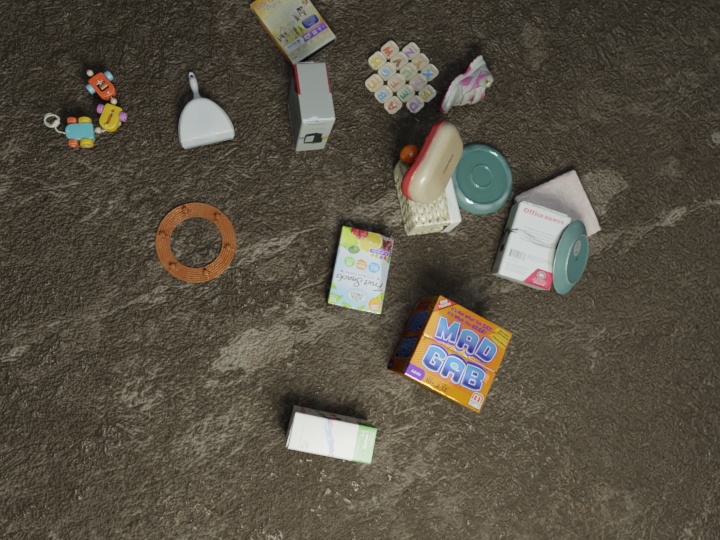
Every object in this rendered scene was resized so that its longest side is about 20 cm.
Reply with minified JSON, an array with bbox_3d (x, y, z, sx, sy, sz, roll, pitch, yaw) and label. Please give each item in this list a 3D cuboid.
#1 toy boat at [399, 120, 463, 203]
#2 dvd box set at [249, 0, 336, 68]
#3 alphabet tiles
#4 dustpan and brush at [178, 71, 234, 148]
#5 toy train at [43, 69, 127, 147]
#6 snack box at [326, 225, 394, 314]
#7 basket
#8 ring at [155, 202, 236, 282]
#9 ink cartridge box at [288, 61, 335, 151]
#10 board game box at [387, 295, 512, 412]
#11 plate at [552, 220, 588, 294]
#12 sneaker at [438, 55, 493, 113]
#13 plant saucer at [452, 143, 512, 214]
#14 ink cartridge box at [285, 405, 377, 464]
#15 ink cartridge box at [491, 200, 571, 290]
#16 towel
[{"bbox_3d":[0.151,-0.265,1.302,0.130,0.130,0.202,23,81,31],"label":"toy boat"},{"bbox_3d":[-0.181,-0.665,1.456,0.146,0.029,0.201,-37,91,-11],"label":"dvd box set"},{"bbox_3d":[0.116,-0.534,1.497,0.195,0.015,0.200,-42,91,-11],"label":"alphabet tiles"},{"bbox_3d":[-0.411,-0.417,1.387,0.138,0.057,0.203,-15,93,-12],"label":"dustpan and brush"},{"bbox_3d":[-0.665,-0.390,1.340,0.150,0.056,0.200,43,76,-1],"label":"toy train"},{"bbox_3d":[0.000,0.000,1.397,0.140,0.053,0.203,12,82,-6],"label":"snack box"},{"bbox_3d":[0.167,-0.197,1.405,0.122,0.136,0.203,-12,84,-8],"label":"basket"},{"bbox_3d":[-0.413,-0.072,1.358,0.197,0.019,0.204,1,83,-8],"label":"ring"},{"bbox_3d":[-0.126,-0.403,1.350,0.082,0.200,0.148,-8,85,-12],"label":"ink cartridge box"},{"bbox_3d":[0.211,0.201,1.331,0.198,0.200,0.202,27,80,-5],"label":"board game box"},{"bbox_3d":[0.568,-0.032,1.439,0.199,0.025,0.203,-18,116,-42],"label":"plate"},{"bbox_3d":[0.295,-0.496,1.486,0.088,0.081,0.200,44,80,0],"label":"sneaker"},{"bbox_3d":[0.331,-0.257,1.492,0.197,0.027,0.203,1,83,-9],"label":"plant saucer"},{"bbox_3d":[-0.073,0.389,1.293,0.197,0.145,0.085,13,81,-6],"label":"ink cartridge box"},{"bbox_3d":[0.452,-0.065,1.440,0.143,0.083,0.203,18,89,1],"label":"ink cartridge box"},{"bbox_3d":[0.551,-0.157,1.512,0.198,0.032,0.193,-25,89,-10],"label":"towel"}]
